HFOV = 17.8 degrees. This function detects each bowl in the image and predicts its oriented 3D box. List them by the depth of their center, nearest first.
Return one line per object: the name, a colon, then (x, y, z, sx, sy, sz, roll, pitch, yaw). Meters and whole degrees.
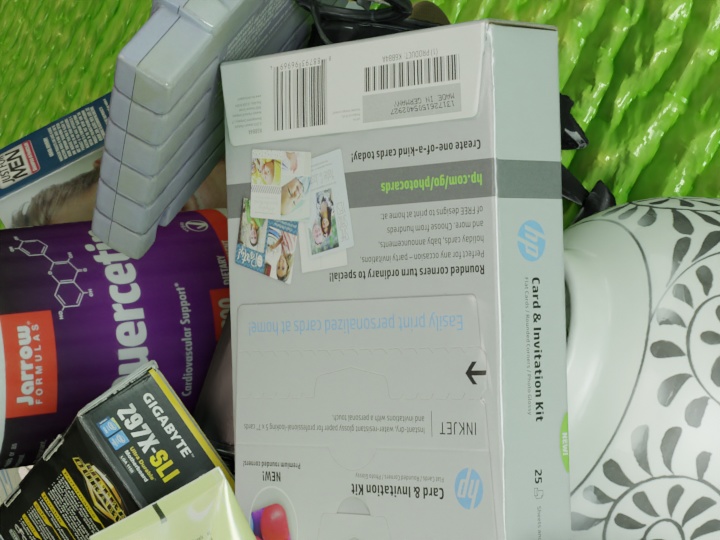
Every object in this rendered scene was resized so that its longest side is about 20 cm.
bowl: (0.093, 0.049, 0.880, 0.201, 0.094, 0.202, -43, 35, 41)

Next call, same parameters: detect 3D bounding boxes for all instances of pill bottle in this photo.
pill bottle: (-0.139, 0.034, 1.090, 0.112, 0.198, 0.114, 174, 90, -66)

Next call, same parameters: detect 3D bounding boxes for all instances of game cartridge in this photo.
game cartridge: (-0.045, -0.111, 0.965, 0.200, 0.038, 0.130, -53, -14, -33)

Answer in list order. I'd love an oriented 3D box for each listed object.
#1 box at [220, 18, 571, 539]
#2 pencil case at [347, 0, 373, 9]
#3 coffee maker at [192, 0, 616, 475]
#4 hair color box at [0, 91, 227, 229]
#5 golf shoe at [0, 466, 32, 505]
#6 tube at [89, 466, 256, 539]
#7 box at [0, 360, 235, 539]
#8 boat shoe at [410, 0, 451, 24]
box: (0.010, 0.016, 0.856, 0.155, 0.041, 0.202, -4, 87, 49)
pencil case: (-0.057, -0.139, 1.347, 0.200, 0.083, 0.091, -46, 10, 40)
coffee maker: (0.000, 0.000, 0.994, 0.134, 0.191, 0.202, 6, 75, 47)
hair color box: (-0.088, -0.053, 1.206, 0.199, 0.101, 0.061, -28, 30, -2)
golf shoe: (-0.187, 0.079, 1.195, 0.097, 0.078, 0.200, -46, 50, 13)
tube: (-0.030, 0.175, 0.886, 0.058, 0.201, 0.052, -31, 0, -7)
box: (-0.072, 0.156, 0.996, 0.049, 0.201, 0.160, -32, -7, -32)
boat shoe: (-0.001, -0.045, 1.145, 0.067, 0.072, 0.202, -4, 61, 37)
